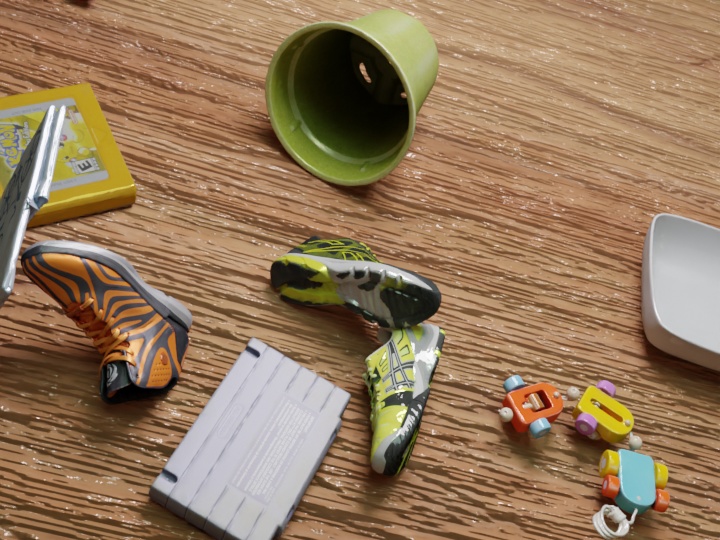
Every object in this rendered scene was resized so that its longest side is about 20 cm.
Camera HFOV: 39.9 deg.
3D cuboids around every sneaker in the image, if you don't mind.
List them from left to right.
[{"bbox_3d":[-0.241,0.056,0.947,0.199,0.077,0.114,34,45,-37],"label":"sneaker"},{"bbox_3d":[0.000,0.000,1.090,0.197,0.075,0.085,13,40,20],"label":"sneaker"},{"bbox_3d":[0.034,0.130,1.041,0.075,0.076,0.201,17,39,4],"label":"sneaker"}]

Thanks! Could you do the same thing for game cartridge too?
[{"bbox_3d":[-0.373,-0.128,1.114,0.197,0.033,0.178,-15,60,-29],"label":"game cartridge"},{"bbox_3d":[-0.102,0.173,0.979,0.128,0.039,0.201,32,50,1],"label":"game cartridge"}]

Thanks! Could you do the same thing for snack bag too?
[{"bbox_3d":[-0.330,-0.032,0.940,0.021,0.188,0.203,19,57,-26],"label":"snack bag"}]

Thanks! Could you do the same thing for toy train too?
[{"bbox_3d":[0.237,0.196,1.068,0.148,0.056,0.201,-17,58,-28],"label":"toy train"}]

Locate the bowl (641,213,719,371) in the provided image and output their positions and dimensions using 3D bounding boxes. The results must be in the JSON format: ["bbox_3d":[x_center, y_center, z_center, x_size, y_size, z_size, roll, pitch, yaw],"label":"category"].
[{"bbox_3d":[0.434,0.043,1.237,0.196,0.075,0.202,18,49,-5],"label":"bowl"}]

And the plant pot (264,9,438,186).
[{"bbox_3d":[0.009,-0.238,1.245,0.199,0.202,0.185,32,39,7],"label":"plant pot"}]
